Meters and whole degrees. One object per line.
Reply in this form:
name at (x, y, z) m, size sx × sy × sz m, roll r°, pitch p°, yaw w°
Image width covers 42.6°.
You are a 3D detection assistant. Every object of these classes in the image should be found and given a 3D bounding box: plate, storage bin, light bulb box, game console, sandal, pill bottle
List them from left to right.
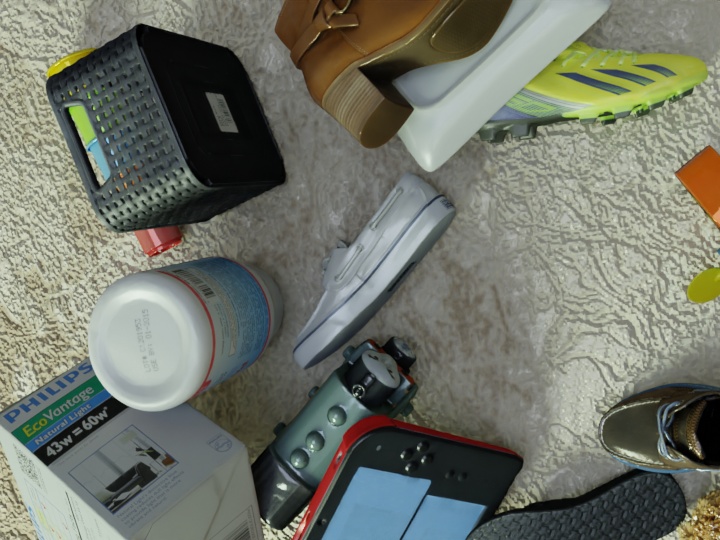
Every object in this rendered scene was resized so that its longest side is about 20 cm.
light bulb box at (-0.195, 0.208, 0.810) m, size 0.199 × 0.124 × 0.200 m, roll 27°, pitch 136°, yaw 35°
storage bin at (-0.156, -0.118, 0.790) m, size 0.093 × 0.200 × 0.137 m, roll -23°, pitch 89°, yaw 19°
pill bottle at (-0.140, 0.046, 0.804) m, size 0.107 × 0.200 × 0.111 m, roll 2°, pitch 97°, yaw 17°
game console at (0.032, 0.225, 0.806) m, size 0.175 × 0.031 × 0.202 m, roll 19°, pitch 109°, yaw -24°
plate at (0.071, -0.220, 0.767) m, size 0.199 × 0.032 × 0.201 m, roll -42°, pitch 64°, yaw 18°
sandal at (0.186, 0.229, 0.811) m, size 0.198 × 0.048 × 0.076 m, roll -19°, pitch 89°, yaw 5°

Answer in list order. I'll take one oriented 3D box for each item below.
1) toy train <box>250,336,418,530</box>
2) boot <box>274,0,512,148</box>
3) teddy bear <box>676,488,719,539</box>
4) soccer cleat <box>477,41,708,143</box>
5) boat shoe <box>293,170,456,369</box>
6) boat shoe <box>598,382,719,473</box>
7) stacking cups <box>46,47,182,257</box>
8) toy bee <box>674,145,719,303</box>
toy train at (-0.026, 0.143, 0.826) m, size 0.085 × 0.114 × 0.200 m, roll 43°, pitch 106°, yaw 7°
boot at (0.021, -0.217, 0.737) m, size 0.200 × 0.073 × 0.155 m, roll -44°, pitch 60°, yaw 14°
teddy bear at (0.344, 0.263, 0.730) m, size 0.201 × 0.067 × 0.145 m, roll 51°, pitch 151°, yaw -9°
soccer cleat at (0.179, -0.159, 0.756) m, size 0.197 × 0.065 × 0.085 m, roll -8°, pitch 91°, yaw 18°
boat shoe at (0.000, 0.000, 0.831) m, size 0.065 × 0.074 × 0.200 m, roll 43°, pitch 96°, yaw 13°
boat shoe at (0.267, 0.121, 0.724) m, size 0.198 × 0.072 × 0.073 m, roll -14°, pitch 74°, yaw 42°
stacking cups at (-0.236, -0.109, 0.892) m, size 0.060 × 0.060 × 0.202 m, roll -23°, pitch 90°, yaw 18°
toy bee at (0.321, 0.000, 0.722) m, size 0.130 × 0.108 × 0.203 m, roll -20°, pitch 65°, yaw 26°
